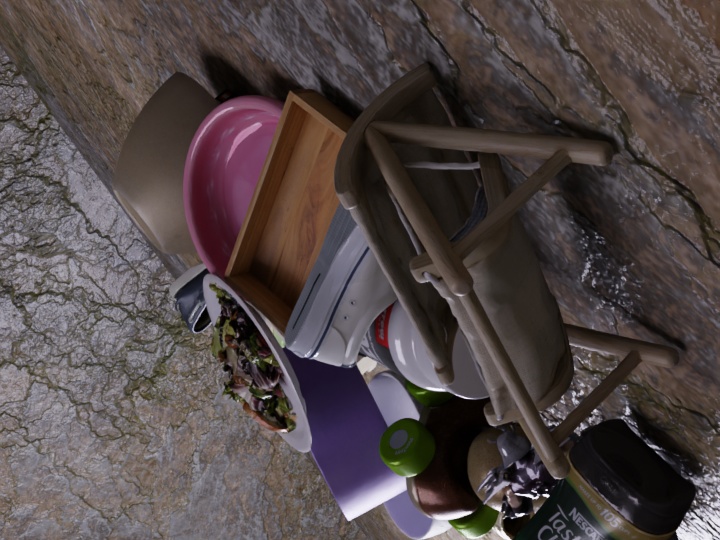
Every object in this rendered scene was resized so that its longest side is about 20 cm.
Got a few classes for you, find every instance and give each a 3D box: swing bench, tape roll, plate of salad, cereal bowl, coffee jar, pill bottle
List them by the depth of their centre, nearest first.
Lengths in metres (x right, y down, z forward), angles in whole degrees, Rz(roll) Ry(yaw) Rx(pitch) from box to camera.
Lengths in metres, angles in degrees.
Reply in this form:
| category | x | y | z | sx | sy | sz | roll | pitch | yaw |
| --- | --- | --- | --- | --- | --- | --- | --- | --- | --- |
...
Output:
| category | x | y | z | sx | sy | sz | roll | pitch | yaw |
| --- | --- | --- | --- | --- | --- | --- | --- | --- | --- |
| swing bench | 0.085 | -0.003 | 0.777 | 0.200 | 0.130 | 0.200 | 35 | 161 | 50 |
| coffee jar | 0.187 | 0.226 | 0.957 | 0.085 | 0.201 | 0.104 | -3 | -141 | -50 |
| pill bottle | 0.058 | 0.042 | 1.026 | 0.114 | 0.114 | 0.200 | 55 | 166 | -22 |
| plate of salad | -0.111 | 0.097 | 1.128 | 0.200 | 0.048 | 0.201 | 51 | 159 | 28 |
| tape roll | -0.022 | 0.165 | 1.258 | 0.202 | 0.084 | 0.200 | 62 | 176 | 7 |
| cereal bowl | 0.078 | 0.208 | 1.347 | 0.200 | 0.082 | 0.203 | 169 | 90 | -68 |

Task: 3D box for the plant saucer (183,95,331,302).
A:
| category | x | y | z | sx | sy | sz | roll | pitch | yaw |
| --- | --- | --- | --- | --- | --- | --- | --- | --- | --- |
| plant saucer | -0.090 | -0.069 | 1.116 | 0.199 | 0.051 | 0.203 | 9 | 104 | 39 |

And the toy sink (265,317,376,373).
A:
| category | x | y | z | sx | sy | sz | roll | pitch | yaw |
| --- | --- | --- | --- | --- | --- | --- | --- | --- | --- |
| toy sink | -0.055 | 0.105 | 1.590 | 0.131 | 0.112 | 0.200 | 48 | 167 | 9 |

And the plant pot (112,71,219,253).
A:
| category | x | y | z | sx | sy | sz | roll | pitch | yaw |
| --- | --- | --- | --- | --- | --- | --- | --- | --- | --- |
| plant pot | -0.194 | -0.097 | 1.264 | 0.200 | 0.134 | 0.201 | 46 | 166 | 15 |

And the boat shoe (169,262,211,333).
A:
| category | x | y | z | sx | sy | sz | roll | pitch | yaw |
| --- | --- | --- | --- | --- | --- | --- | --- | --- | --- |
| boat shoe | -0.131 | 0.001 | 1.245 | 0.075 | 0.199 | 0.062 | 0 | -120 | -59 |

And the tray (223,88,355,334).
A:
| category | x | y | z | sx | sy | sz | roll | pitch | yaw |
| --- | --- | --- | --- | --- | --- | --- | --- | --- | --- |
| tray | -0.052 | -0.050 | 1.033 | 0.098 | 0.037 | 0.202 | 39 | 122 | 27 |

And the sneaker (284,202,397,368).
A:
| category | x | y | z | sx | sy | sz | roll | pitch | yaw |
| --- | --- | --- | --- | --- | --- | --- | --- | --- | --- |
| sneaker | 0.007 | -0.011 | 0.959 | 0.070 | 0.201 | 0.073 | 22 | -163 | -20 |

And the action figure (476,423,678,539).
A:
| category | x | y | z | sx | sy | sz | roll | pitch | yaw |
| --- | --- | --- | --- | --- | --- | --- | --- | --- | --- |
| action figure | 0.193 | 0.204 | 1.042 | 0.199 | 0.070 | 0.130 | 40 | 132 | -11 |

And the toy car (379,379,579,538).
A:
| category | x | y | z | sx | sy | sz | roll | pitch | yaw |
| --- | --- | --- | --- | --- | --- | --- | --- | --- | --- |
| toy car | 0.150 | 0.180 | 1.150 | 0.198 | 0.159 | 0.164 | -4 | 142 | 41 |

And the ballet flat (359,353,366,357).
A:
| category | x | y | z | sx | sy | sz | roll | pitch | yaw |
| --- | --- | --- | --- | --- | --- | --- | --- | --- | --- |
| ballet flat | 0.000 | 0.000 | 1.179 | 0.072 | 0.071 | 0.202 | 35 | 149 | 48 |

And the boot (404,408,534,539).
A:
| category | x | y | z | sx | sy | sz | roll | pitch | yaw |
| --- | --- | --- | --- | --- | --- | --- | --- | --- | --- |
| boot | 0.139 | 0.250 | 1.442 | 0.155 | 0.073 | 0.201 | 26 | 145 | 50 |

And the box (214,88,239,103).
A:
| category | x | y | z | sx | sy | sz | roll | pitch | yaw |
| --- | --- | --- | --- | --- | --- | --- | --- | --- | --- |
| box | -0.083 | -0.109 | 1.244 | 0.200 | 0.040 | 0.138 | 35 | 160 | 48 |
